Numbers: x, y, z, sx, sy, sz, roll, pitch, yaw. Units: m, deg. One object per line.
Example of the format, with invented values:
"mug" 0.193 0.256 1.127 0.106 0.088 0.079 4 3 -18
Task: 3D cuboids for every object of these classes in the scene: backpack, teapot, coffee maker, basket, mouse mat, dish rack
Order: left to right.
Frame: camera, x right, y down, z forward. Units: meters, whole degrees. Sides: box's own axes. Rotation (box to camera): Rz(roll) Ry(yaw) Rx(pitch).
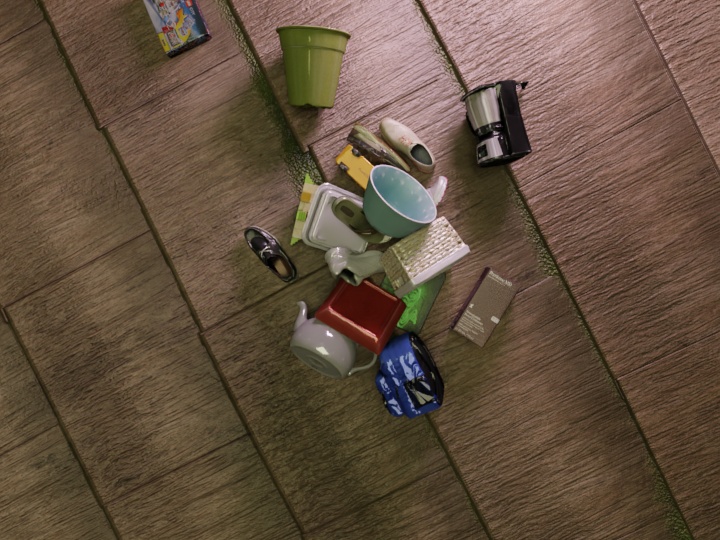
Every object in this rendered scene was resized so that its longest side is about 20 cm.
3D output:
"teapot" -0.082 0.192 1.452 0.200 0.197 0.146 52 58 -36
"dish rack" -0.046 -0.127 1.442 0.199 0.043 0.173 17 95 -33
"backpack" 0.121 0.279 1.437 0.167 0.163 0.201 -23 91 7
"mouse mat" 0.133 0.064 1.508 0.160 0.008 0.201 25 94 3
"basket" 0.164 -0.036 1.413 0.199 0.136 0.124 -29 82 -21
"coffee maker" 0.381 -0.389 1.415 0.191 0.135 0.201 -15 91 3

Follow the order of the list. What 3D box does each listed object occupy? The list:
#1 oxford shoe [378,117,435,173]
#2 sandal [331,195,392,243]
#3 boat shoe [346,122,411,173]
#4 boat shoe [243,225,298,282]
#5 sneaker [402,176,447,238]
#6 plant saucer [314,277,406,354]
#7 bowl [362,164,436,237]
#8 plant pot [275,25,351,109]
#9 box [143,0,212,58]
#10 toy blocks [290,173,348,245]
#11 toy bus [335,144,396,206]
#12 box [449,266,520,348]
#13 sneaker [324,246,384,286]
"oxford shoe" 0.132 -0.351 1.461 0.200 0.074 0.071 40 93 2
"sandal" 0.009 -0.124 1.408 0.200 0.057 0.080 26 101 -31
"boat shoe" 0.050 -0.325 1.475 0.200 0.073 0.065 40 105 5
"boat shoe" -0.253 -0.049 1.499 0.072 0.068 0.200 -42 87 5
"sneaker" 0.159 -0.185 1.461 0.088 0.081 0.200 40 93 0
"plant saucer" 0.009 0.099 1.431 0.199 0.200 0.037 30 138 6
"bowl" 0.085 -0.161 1.364 0.201 0.201 0.105 40 126 2
"plant pot" -0.129 -0.535 1.433 0.198 0.200 0.191 5 105 3
"box" -0.523 -0.726 1.510 0.136 0.038 0.201 -23 90 4
"toy blocks" -0.106 -0.152 1.481 0.136 0.100 0.201 14 96 -7
"toy bus" 0.023 -0.253 1.469 0.200 0.078 0.065 43 95 2
"box" 0.340 0.101 1.463 0.100 0.075 0.201 30 92 3
"sneaker" 0.000 0.000 1.445 0.199 0.078 0.100 3 59 -23
